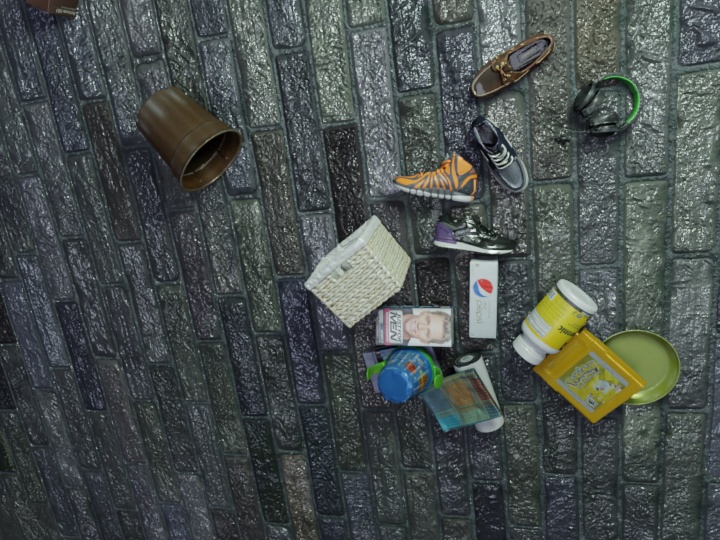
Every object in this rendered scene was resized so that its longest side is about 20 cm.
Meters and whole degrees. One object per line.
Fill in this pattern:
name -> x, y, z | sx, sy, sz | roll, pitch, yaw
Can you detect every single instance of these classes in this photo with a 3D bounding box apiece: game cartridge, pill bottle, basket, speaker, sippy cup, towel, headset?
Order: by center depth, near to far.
headset -> 0.505, -0.335, 1.171 | 0.199, 0.094, 0.124 | -33, 96, 11
pill bottle -> 0.462, 0.129, 1.326 | 0.111, 0.111, 0.201 | 35, 114, 2
game cartridge -> 0.558, 0.259, 1.355 | 0.200, 0.032, 0.177 | 41, 124, 7
basket -> 0.000, 0.000, 1.368 | 0.198, 0.200, 0.161 | -38, 101, 23
sippy cup -> 0.109, 0.273, 1.412 | 0.178, 0.130, 0.140 | -38, 82, 27
towel -> 0.254, 0.341, 1.433 | 0.200, 0.022, 0.147 | -31, 93, 42
speaker -> 0.311, 0.321, 1.447 | 0.081, 0.081, 0.201 | -17, 102, 20
game cartridge -> 0.115, 0.261, 1.508 | 0.199, 0.038, 0.130 | -14, 107, 19

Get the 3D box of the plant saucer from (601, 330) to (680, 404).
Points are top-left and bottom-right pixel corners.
plant saucer -> 0.668, 0.233, 1.346 | 0.198, 0.031, 0.202 | 5, 110, 14

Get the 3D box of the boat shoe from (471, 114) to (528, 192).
boat shoe -> 0.313, -0.259, 1.248 | 0.074, 0.093, 0.200 | -34, 96, 22

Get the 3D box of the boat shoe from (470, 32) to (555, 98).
boat shoe -> 0.326, -0.447, 1.197 | 0.199, 0.070, 0.071 | -33, 98, 24

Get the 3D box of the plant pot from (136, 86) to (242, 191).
plant pot -> -0.439, -0.341, 1.385 | 0.198, 0.200, 0.200 | 45, 113, 6

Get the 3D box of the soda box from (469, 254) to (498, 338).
soda box -> 0.307, 0.065, 1.373 | 0.068, 0.064, 0.202 | 1, 109, 14

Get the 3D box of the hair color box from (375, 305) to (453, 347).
hair color box -> 0.141, 0.144, 1.433 | 0.198, 0.060, 0.101 | -1, 91, 15

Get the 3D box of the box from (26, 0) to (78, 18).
box -> -0.758, -0.752, 1.379 | 0.075, 0.100, 0.201 | 28, 113, 5

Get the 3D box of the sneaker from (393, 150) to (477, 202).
sneaker -> 0.181, -0.233, 1.312 | 0.198, 0.078, 0.113 | 8, 106, 1

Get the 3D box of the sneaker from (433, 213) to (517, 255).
sneaker -> 0.279, -0.091, 1.327 | 0.198, 0.076, 0.088 | 8, 104, 13
